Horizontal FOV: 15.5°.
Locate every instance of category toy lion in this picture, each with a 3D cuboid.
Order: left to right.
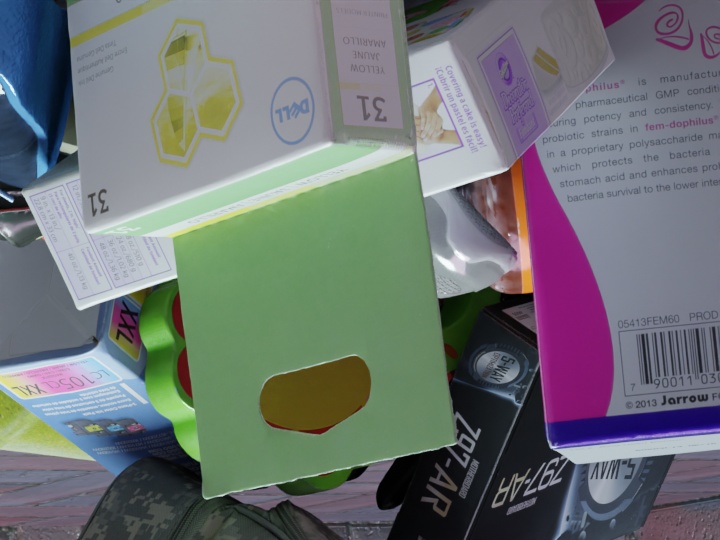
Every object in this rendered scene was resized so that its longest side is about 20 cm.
[{"bbox_3d":[-0.016,0.012,1.291,0.200,0.192,0.069,2,168,-34],"label":"toy lion"}]

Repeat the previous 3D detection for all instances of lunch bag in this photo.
[{"bbox_3d":[-0.037,0.197,1.305,0.168,0.139,0.200,22,166,38],"label":"lunch bag"}]

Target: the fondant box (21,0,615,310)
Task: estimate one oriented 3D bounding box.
[{"bbox_3d":[-0.015,-0.058,1.058,0.200,0.058,0.144,-19,-167,28],"label":"fondant box"}]

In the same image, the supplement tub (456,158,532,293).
[{"bbox_3d":[0.112,-0.046,1.248,0.200,0.107,0.107,-8,170,2],"label":"supplement tub"}]

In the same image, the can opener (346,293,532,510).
[{"bbox_3d":[0.058,0.036,1.383,0.200,0.063,0.079,-49,152,2],"label":"can opener"}]

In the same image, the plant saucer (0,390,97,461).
[{"bbox_3d":[-0.194,0.041,1.434,0.200,0.048,0.200,39,-170,26],"label":"plant saucer"}]

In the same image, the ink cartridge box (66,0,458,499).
[{"bbox_3d":[-0.039,-0.028,0.930,0.048,0.200,0.145,4,166,-40],"label":"ink cartridge box"}]

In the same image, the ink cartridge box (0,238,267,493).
[{"bbox_3d":[-0.101,0.028,1.339,0.076,0.137,0.200,-8,149,25],"label":"ink cartridge box"}]

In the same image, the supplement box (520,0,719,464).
[{"bbox_3d":[0.125,-0.024,1.133,0.101,0.200,0.103,-6,171,10],"label":"supplement box"}]

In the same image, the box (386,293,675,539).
[{"bbox_3d":[0.107,0.080,1.382,0.044,0.160,0.200,35,-153,28],"label":"box"}]

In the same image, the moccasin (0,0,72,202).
[{"bbox_3d":[-0.151,-0.083,1.044,0.068,0.081,0.200,8,166,1],"label":"moccasin"}]

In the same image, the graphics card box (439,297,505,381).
[{"bbox_3d":[0.088,0.042,1.502,0.051,0.126,0.200,-14,-170,37],"label":"graphics card box"}]

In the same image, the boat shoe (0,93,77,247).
[{"bbox_3d":[-0.153,-0.047,1.196,0.201,0.063,0.074,3,-156,-19],"label":"boat shoe"}]

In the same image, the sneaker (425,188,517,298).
[{"bbox_3d":[0.000,0.000,1.155,0.075,0.082,0.200,45,162,-15],"label":"sneaker"}]
